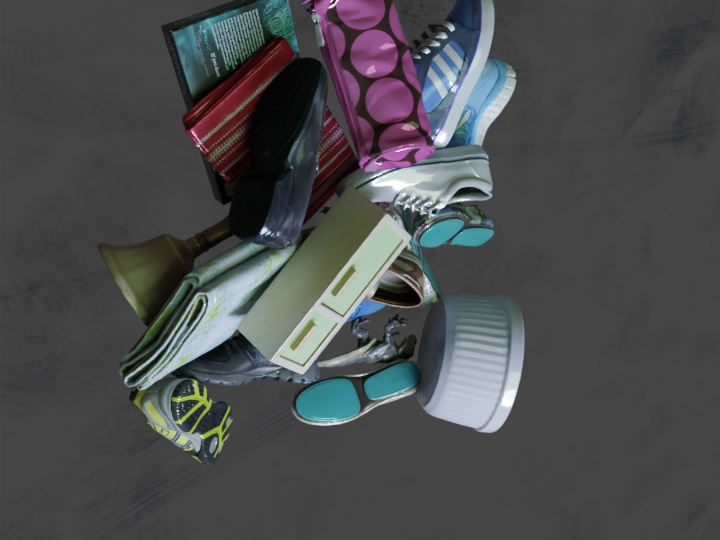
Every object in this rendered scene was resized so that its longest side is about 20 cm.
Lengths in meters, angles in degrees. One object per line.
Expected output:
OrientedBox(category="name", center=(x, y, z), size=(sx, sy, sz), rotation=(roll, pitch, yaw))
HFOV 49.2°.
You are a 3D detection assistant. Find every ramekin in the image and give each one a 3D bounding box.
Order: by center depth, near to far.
OrientedBox(category="ramekin", center=(0.150, 0.125, 1.131), size=(0.105, 0.200, 0.200), rotation=(11, 112, -7))

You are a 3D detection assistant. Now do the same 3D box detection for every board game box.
OrientedBox(category="board game box", center=(-0.120, -0.185, 0.846), size=(0.135, 0.028, 0.200), rotation=(-28, 129, -23))

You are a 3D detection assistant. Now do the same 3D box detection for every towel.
OrientedBox(category="towel", center=(-0.154, 0.037, 0.843), size=(0.171, 0.048, 0.200), rotation=(-46, 176, 31))
OrientedBox(category="towel", center=(-0.090, -0.137, 0.862), size=(0.145, 0.022, 0.200), rotation=(-45, 135, -10))

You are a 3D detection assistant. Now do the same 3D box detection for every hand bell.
OrientedBox(category="hand bell", center=(-0.161, -0.032, 0.832), size=(0.200, 0.104, 0.104), rotation=(-31, 131, -10))

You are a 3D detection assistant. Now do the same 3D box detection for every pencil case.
OrientedBox(category="pencil case", center=(0.009, -0.202, 0.831), size=(0.094, 0.091, 0.200), rotation=(-21, 92, -38))

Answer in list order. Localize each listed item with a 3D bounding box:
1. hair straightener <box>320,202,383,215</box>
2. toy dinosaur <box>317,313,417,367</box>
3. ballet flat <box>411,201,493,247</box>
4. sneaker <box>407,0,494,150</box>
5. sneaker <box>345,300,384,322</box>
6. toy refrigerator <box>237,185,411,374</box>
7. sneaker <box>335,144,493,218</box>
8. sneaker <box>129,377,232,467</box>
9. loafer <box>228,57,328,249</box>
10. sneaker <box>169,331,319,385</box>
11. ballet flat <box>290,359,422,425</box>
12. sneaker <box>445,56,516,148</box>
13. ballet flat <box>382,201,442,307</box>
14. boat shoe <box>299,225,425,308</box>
OrientedBox(category="hair straightener", center=(-0.026, -0.063, 0.994), size=(0.077, 0.041, 0.200), rotation=(18, 108, -37))
OrientedBox(category="toy dinosaur", center=(0.016, 0.101, 1.114), size=(0.200, 0.047, 0.088), rotation=(-4, 124, -33))
OrientedBox(category="ballet flat", center=(0.111, -0.068, 1.050), size=(0.200, 0.074, 0.074), rotation=(5, 113, -60))
OrientedBox(category="sneaker", center=(0.058, -0.244, 0.905), size=(0.146, 0.081, 0.200), rotation=(13, 103, -25))
OrientedBox(category="sneaker", center=(-0.041, 0.053, 0.989), size=(0.200, 0.078, 0.066), rotation=(-1, 133, -34))
OrientedBox(category="toy refrigerator", center=(-0.036, 0.014, 0.869), size=(0.200, 0.070, 0.076), rotation=(-51, 149, 1))
OrientedBox(category="sneaker", center=(0.071, -0.099, 0.931), size=(0.200, 0.071, 0.073), rotation=(-14, 163, -17))
OrientedBox(category="sneaker", center=(-0.215, 0.179, 0.967), size=(0.200, 0.076, 0.075), rotation=(78, 28, -54))
OrientedBox(category="loafer", center=(-0.074, -0.119, 0.813), size=(0.072, 0.073, 0.200), rotation=(24, 85, -54))
OrientedBox(category="sneaker", center=(-0.144, 0.102, 0.984), size=(0.200, 0.073, 0.082), rotation=(2, 87, -36))
OrientedBox(category="ballet flat", center=(-0.007, 0.177, 1.120), size=(0.200, 0.069, 0.070), rotation=(-11, 122, -19))
OrientedBox(category="sneaker", center=(0.113, -0.190, 1.013), size=(0.090, 0.078, 0.200), rotation=(24, 96, -25))
OrientedBox(category="ballet flat", center=(0.056, -0.017, 1.064), size=(0.072, 0.072, 0.200), rotation=(-38, 131, -14))
OrientedBox(category="boat shoe", center=(0.000, 0.000, 0.959), size=(0.200, 0.072, 0.076), rotation=(11, 132, -29))
